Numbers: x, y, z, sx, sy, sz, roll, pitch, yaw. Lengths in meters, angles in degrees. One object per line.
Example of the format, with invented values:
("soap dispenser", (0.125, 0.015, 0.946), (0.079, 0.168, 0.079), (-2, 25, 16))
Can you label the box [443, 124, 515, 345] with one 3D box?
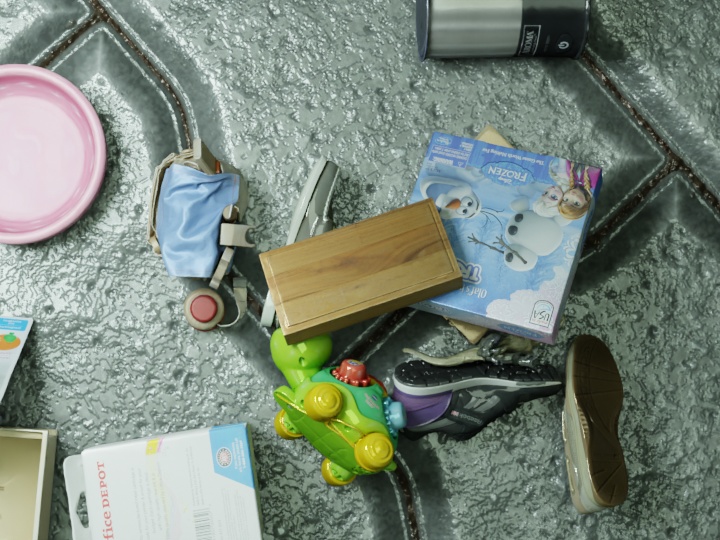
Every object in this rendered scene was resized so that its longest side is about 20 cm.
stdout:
("box", (0.140, -0.042, 1.369), (0.163, 0.021, 0.200), (44, 84, 2))

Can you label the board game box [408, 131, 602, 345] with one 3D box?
("board game box", (0.145, -0.040, 1.303), (0.198, 0.043, 0.201), (14, 73, 18))

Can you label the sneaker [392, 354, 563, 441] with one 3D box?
("sneaker", (0.131, 0.147, 1.339), (0.198, 0.076, 0.089), (-2, 113, -11))

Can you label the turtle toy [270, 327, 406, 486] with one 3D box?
("turtle toy", (-0.028, 0.143, 1.289), (0.200, 0.146, 0.101), (45, 61, -3))

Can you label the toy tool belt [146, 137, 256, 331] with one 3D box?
("toy tool belt", (-0.176, -0.036, 1.297), (0.123, 0.123, 0.203), (0, 85, -4))

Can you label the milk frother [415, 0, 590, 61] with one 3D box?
("milk frother", (0.158, -0.350, 1.358), (0.186, 0.182, 0.201), (-1, 42, -4))

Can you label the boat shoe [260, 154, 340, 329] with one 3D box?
("boat shoe", (-0.056, -0.027, 1.332), (0.060, 0.072, 0.204), (18, 90, -4))

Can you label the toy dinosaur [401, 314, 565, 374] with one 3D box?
("toy dinosaur", (0.154, 0.088, 1.309), (0.198, 0.088, 0.048), (-8, 100, -20))

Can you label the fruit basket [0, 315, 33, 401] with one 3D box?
("fruit basket", (-0.457, 0.094, 1.241), (0.183, 0.201, 0.095), (4, 126, -3))

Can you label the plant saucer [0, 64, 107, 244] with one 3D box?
("plant saucer", (-0.384, -0.128, 1.328), (0.198, 0.051, 0.203), (0, 84, -3))

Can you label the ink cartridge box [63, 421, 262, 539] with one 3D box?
("ink cartridge box", (-0.210, 0.241, 1.267), (0.198, 0.125, 0.130), (-8, 85, -4))

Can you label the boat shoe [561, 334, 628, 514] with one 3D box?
("boat shoe", (0.255, 0.172, 1.332), (0.071, 0.065, 0.202), (9, 64, -24))

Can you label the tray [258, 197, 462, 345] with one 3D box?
("tray", (0.000, 0.000, 1.263), (0.198, 0.037, 0.099), (-18, 67, -4))

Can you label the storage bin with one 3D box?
("storage bin", (-0.435, 0.266, 1.266), (0.196, 0.094, 0.202), (4, 85, -4))
